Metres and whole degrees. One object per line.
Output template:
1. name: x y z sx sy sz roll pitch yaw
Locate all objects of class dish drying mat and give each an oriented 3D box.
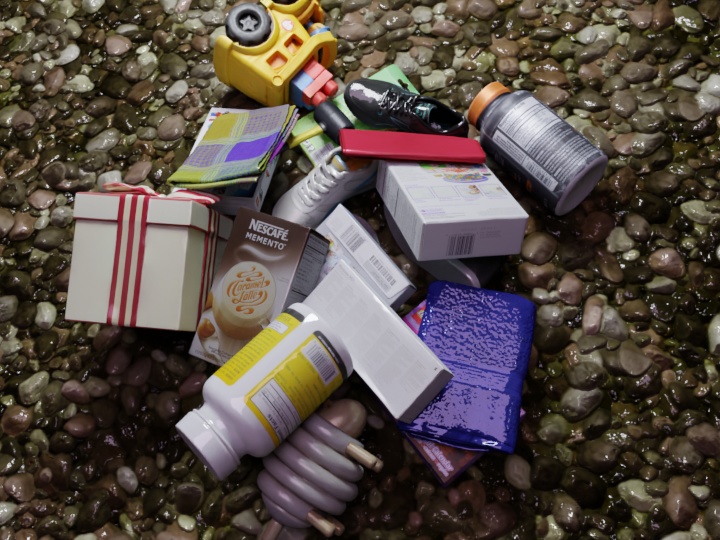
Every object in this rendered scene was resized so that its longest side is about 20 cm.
1. dish drying mat: 0.070 -0.170 1.111 0.196 0.018 0.077 1 34 -7

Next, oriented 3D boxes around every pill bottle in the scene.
1. pill bottle: -0.111 0.141 0.925 0.111 0.112 0.199 40 68 21
2. pill bottle: 0.242 -0.180 1.133 0.106 0.107 0.200 -39 67 -11

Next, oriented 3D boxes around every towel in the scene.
1. towel: -0.174 -0.175 1.119 0.141 0.023 0.201 -3 35 18
2. towel: 0.135 0.121 1.003 0.145 0.050 0.203 12 70 8

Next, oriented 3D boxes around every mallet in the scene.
1. mallet: -0.106 -0.192 1.167 0.197 0.041 0.066 -22 59 -20

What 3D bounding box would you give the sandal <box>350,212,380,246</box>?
1. sandal: 0.000 0.000 1.116 0.074 0.045 0.203 -16 65 1

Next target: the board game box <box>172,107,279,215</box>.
1. board game box: -0.189 -0.165 1.189 0.124 0.035 0.202 5 49 10

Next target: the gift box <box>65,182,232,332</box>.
1. gift box: -0.280 -0.017 1.084 0.181 0.200 0.191 5 87 5

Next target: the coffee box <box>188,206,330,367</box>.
1. coffee box: -0.130 0.033 1.045 0.113 0.080 0.203 17 85 21

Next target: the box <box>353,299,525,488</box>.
1. box: 0.097 0.155 1.038 0.136 0.039 0.200 -37 67 -10

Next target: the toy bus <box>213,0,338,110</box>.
1. toy bus: -0.101 -0.339 1.243 0.191 0.136 0.201 37 72 7

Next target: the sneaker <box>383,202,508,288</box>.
1. sneaker: 0.122 -0.048 1.117 0.098 0.071 0.200 -32 56 -25

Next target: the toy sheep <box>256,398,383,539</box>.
1. toy sheep: -0.057 0.244 0.972 0.137 0.138 0.201 31 79 19

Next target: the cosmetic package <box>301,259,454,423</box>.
1. cosmetic package: 0.018 0.084 0.983 0.083 0.051 0.200 -47 60 6

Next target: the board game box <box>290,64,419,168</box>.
1. board game box: -0.004 -0.233 1.231 0.198 0.030 0.096 -33 67 -5

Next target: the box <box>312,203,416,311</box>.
1. box: -0.045 0.038 1.077 0.200 0.041 0.156 -45 67 6

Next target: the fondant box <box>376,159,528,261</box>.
1. fondant box: 0.115 -0.093 1.068 0.142 0.059 0.201 -4 35 -15

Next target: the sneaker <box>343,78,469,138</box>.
1. sneaker: 0.070 -0.238 1.172 0.197 0.079 0.077 20 81 1

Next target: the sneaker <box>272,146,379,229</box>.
1. sneaker: -0.048 -0.127 1.160 0.199 0.081 0.077 -36 68 -8
